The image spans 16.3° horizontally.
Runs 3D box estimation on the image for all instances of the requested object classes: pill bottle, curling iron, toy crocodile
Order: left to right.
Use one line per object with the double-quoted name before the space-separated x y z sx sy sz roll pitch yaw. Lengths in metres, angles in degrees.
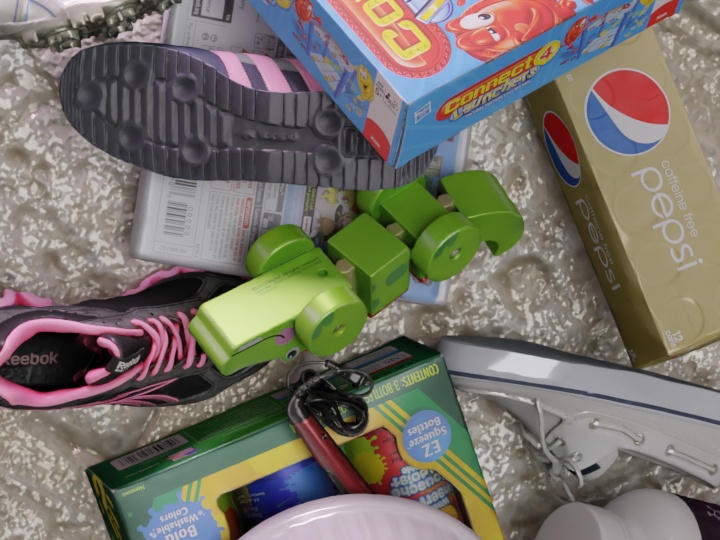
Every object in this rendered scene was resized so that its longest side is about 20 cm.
"toy crocodile" 0.000 0.000 1.346 0.200 0.068 0.062 -31 146 -23
"curling iron" 0.020 0.132 1.354 0.050 0.026 0.200 -32 105 -11
"pill bottle" 0.197 0.190 1.438 0.200 0.112 0.113 15 92 -28

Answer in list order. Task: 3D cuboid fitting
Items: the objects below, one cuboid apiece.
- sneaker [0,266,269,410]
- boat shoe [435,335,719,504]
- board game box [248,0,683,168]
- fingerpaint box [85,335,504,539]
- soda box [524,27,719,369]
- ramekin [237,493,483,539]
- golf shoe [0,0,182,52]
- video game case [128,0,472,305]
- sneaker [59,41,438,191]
"sneaker" -0.124 0.043 1.336 0.200 0.095 0.079 -8 97 -23
"boat shoe" 0.126 0.093 1.442 0.202 0.075 0.086 14 92 -28
"board game box" 0.038 -0.178 1.309 0.196 0.056 0.200 -30 67 -25
"fingerpaint box" -0.027 0.153 1.394 0.200 0.073 0.167 -21 103 -14
"soda box" 0.153 -0.050 1.406 0.068 0.064 0.200 -20 85 -14
"ramekin" 0.003 0.225 1.311 0.202 0.094 0.203 -2 103 -8
"golf shoe" -0.179 -0.156 1.304 0.200 0.078 0.097 -17 89 -10
"video game case" -0.025 -0.092 1.384 0.182 0.023 0.201 9 87 -19
"sneaker" -0.057 -0.081 1.332 0.200 0.082 0.070 12 102 3
